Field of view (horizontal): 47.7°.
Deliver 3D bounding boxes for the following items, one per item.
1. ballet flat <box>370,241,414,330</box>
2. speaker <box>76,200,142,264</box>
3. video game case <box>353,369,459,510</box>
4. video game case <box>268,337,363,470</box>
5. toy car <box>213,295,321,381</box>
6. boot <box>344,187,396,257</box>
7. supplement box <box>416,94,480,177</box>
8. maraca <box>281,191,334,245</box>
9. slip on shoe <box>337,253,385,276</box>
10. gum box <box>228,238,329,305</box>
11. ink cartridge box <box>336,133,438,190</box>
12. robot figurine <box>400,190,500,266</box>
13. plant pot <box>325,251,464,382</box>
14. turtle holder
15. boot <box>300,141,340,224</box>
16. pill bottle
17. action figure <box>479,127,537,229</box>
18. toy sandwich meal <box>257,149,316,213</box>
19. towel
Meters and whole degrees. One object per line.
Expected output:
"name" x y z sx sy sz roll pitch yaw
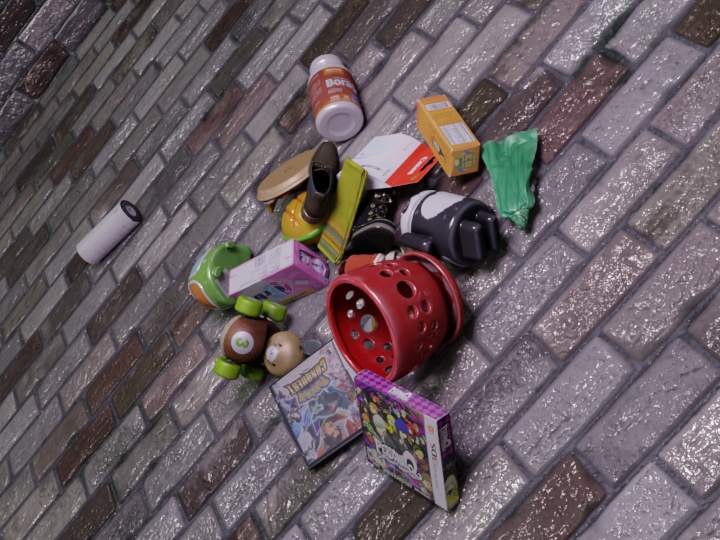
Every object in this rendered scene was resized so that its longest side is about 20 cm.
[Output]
"ballet flat" 0.052 0.036 1.566 0.070 0.070 0.202 5 70 43
"speaker" -0.717 -0.107 2.321 0.200 0.081 0.082 -40 46 18
"video game case" 0.075 0.277 1.345 0.036 0.183 0.199 -27 31 -33
"video game case" -0.061 0.244 1.530 0.199 0.025 0.182 -37 68 19
"toy car" -0.171 0.165 1.643 0.199 0.157 0.166 22 94 34
"boot" 0.033 -0.109 1.617 0.203 0.073 0.155 140 150 -68
"supplement box" 0.171 -0.269 1.611 0.068 0.067 0.201 -10 43 -10
"maraca" -0.086 -0.123 1.752 0.198 0.107 0.138 -24 39 20
"slip on shoe" 0.000 0.000 1.569 0.075 0.061 0.200 -68 12 -9
"gum box" -0.172 0.014 1.742 0.198 0.113 0.067 -24 52 30
"ink cartridge box" 0.070 -0.227 1.664 0.198 0.048 0.160 -3 34 43
"robot figurine" 0.163 -0.080 1.489 0.199 0.149 0.126 20 91 48
"plant pot" 0.064 0.073 1.416 0.181 0.203 0.199 -25 30 -34
"turtle holder" -0.320 0.002 1.863 0.131 0.140 0.188 -17 57 35
"boot" -0.071 -0.201 1.673 0.097 0.074 0.202 120 162 -61
"pill bottle" -0.063 -0.406 1.888 0.112 0.112 0.202 -32 49 23
"action figure" 0.281 -0.159 1.483 0.117 0.055 0.202 -21 50 29
"toy sandwich meal" -0.140 -0.199 1.813 0.204 0.071 0.206 -29 22 12
"towel" -0.039 -0.121 1.643 0.086 0.018 0.202 40 118 48
